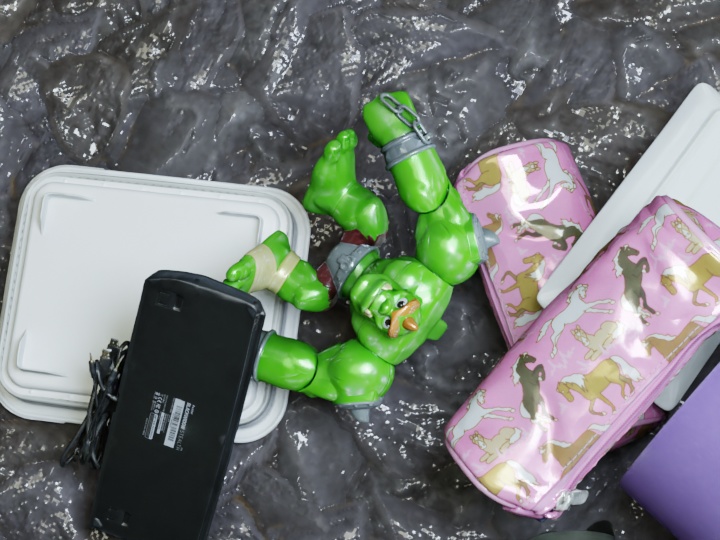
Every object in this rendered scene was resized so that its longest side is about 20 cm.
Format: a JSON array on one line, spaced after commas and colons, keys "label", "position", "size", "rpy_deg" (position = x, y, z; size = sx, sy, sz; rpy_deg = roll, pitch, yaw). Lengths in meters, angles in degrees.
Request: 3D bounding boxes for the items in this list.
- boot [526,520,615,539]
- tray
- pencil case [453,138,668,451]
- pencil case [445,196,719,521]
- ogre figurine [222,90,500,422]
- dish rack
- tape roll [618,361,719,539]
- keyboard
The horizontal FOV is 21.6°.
[{"label": "boot", "position": [0.088, 0.216, 1.099], "size": [0.077, 0.200, 0.139], "rpy_deg": [-23, 69, 40]}, {"label": "tray", "position": [0.203, -0.021, 1.155], "size": [0.107, 0.022, 0.200], "rpy_deg": [39, 65, 0]}, {"label": "pencil case", "position": [0.121, 0.021, 1.170], "size": [0.086, 0.083, 0.201], "rpy_deg": [-26, 76, 26]}, {"label": "pencil case", "position": [0.139, 0.050, 1.067], "size": [0.086, 0.083, 0.200], "rpy_deg": [40, 98, -1]}, {"label": "ogre figurine", "position": [0.000, 0.000, 1.150], "size": [0.120, 0.098, 0.200], "rpy_deg": [37, 77, 10]}, {"label": "dish rack", "position": [-0.139, 0.017, 1.222], "size": [0.199, 0.044, 0.172], "rpy_deg": [6, 79, 7]}, {"label": "tape roll", "position": [0.244, 0.077, 1.083], "size": [0.085, 0.200, 0.200], "rpy_deg": [41, 86, 12]}, {"label": "keyboard", "position": [-0.123, 0.082, 1.171], "size": [0.104, 0.040, 0.200], "rpy_deg": [19, 117, 4]}]
